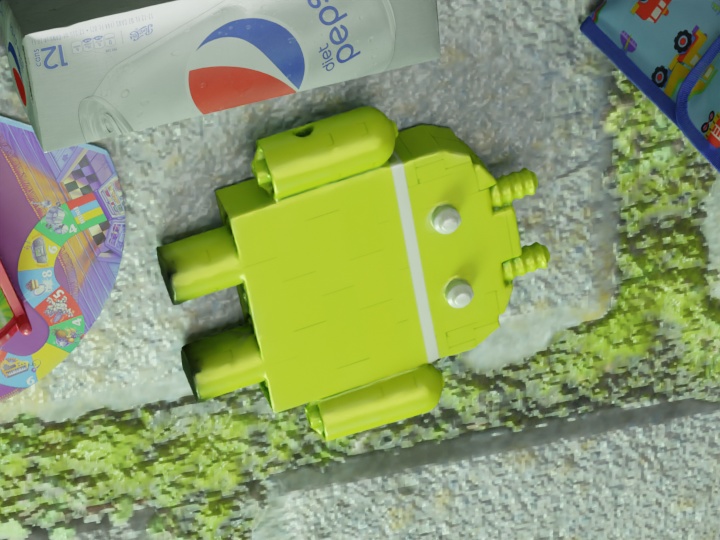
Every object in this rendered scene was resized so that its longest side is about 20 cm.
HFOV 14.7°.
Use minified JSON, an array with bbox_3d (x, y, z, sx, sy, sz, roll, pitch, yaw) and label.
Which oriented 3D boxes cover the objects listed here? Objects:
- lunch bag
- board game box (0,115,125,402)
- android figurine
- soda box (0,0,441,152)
[{"bbox_3d":[0.218,-0.110,1.342,0.094,0.200,0.151,34,103,-33],"label":"lunch bag"},{"bbox_3d":[-0.207,-0.001,1.344,0.199,0.039,0.159,17,111,-27],"label":"board game box"},{"bbox_3d":[0.000,0.000,1.423,0.199,0.041,0.183,-15,122,-9],"label":"android figurine"},{"bbox_3d":[-0.066,-0.118,1.313,0.199,0.068,0.064,-14,123,-13],"label":"soda box"}]
